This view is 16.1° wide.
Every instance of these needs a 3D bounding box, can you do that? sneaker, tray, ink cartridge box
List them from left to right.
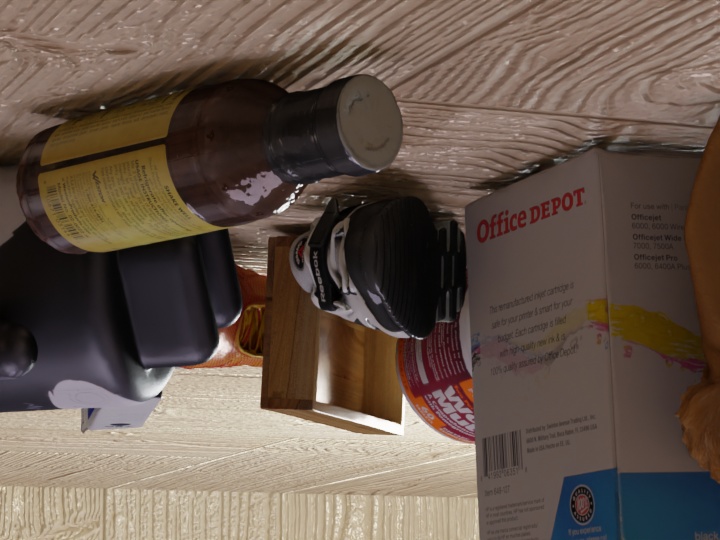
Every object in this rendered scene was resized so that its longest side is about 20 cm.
[{"bbox_3d":[-0.145,0.041,1.534,0.039,0.100,0.200,0,172,-11],"label":"ink cartridge box"},{"bbox_3d":[-0.069,0.026,1.522,0.077,0.073,0.200,12,-176,11],"label":"sneaker"},{"bbox_3d":[-0.013,0.042,1.528,0.037,0.099,0.200,1,173,17],"label":"tray"},{"bbox_3d":[0.000,0.000,1.360,0.088,0.075,0.200,2,175,10],"label":"sneaker"},{"bbox_3d":[0.150,0.050,1.286,0.144,0.201,0.147,2,171,-25],"label":"ink cartridge box"}]

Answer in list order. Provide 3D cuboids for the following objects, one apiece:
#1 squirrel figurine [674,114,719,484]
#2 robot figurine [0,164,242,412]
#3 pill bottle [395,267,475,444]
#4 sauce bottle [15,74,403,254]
[{"bbox_3d":[0.242,0.023,1.188,0.141,0.201,0.186,34,-152,32],"label":"squirrel figurine"},{"bbox_3d":[-0.163,0.007,1.260,0.199,0.126,0.150,-3,165,17],"label":"robot figurine"},{"bbox_3d":[0.099,0.042,1.512,0.109,0.110,0.200,2,171,-16],"label":"pill bottle"},{"bbox_3d":[-0.066,-0.047,1.100,0.199,0.065,0.065,-7,169,44],"label":"sauce bottle"}]
